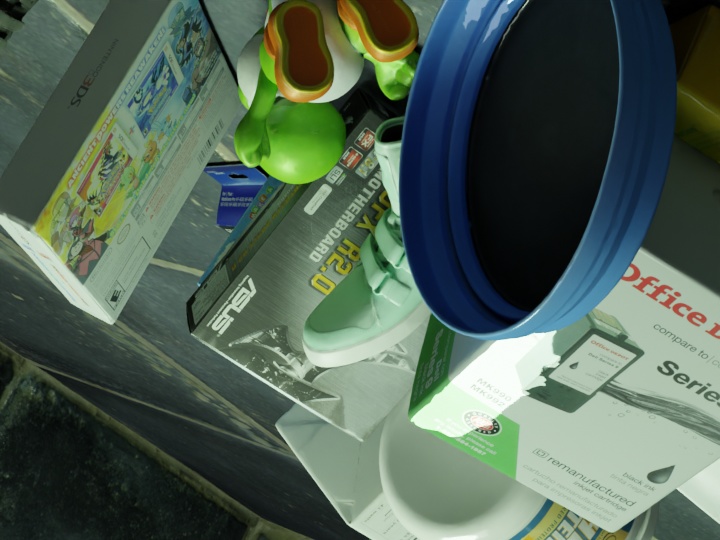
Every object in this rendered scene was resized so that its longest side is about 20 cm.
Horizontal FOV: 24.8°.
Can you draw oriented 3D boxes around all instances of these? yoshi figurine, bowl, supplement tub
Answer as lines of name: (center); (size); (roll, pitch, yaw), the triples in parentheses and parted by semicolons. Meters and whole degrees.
yoshi figurine: (-0.027, -0.107, 0.998); (0.112, 0.113, 0.200); (24, 169, -11)
bowl: (0.082, -0.066, 0.788); (0.039, 0.202, 0.200); (7, 175, -26)
supplement tub: (0.121, 0.150, 1.195); (0.144, 0.146, 0.200); (14, 170, 40)

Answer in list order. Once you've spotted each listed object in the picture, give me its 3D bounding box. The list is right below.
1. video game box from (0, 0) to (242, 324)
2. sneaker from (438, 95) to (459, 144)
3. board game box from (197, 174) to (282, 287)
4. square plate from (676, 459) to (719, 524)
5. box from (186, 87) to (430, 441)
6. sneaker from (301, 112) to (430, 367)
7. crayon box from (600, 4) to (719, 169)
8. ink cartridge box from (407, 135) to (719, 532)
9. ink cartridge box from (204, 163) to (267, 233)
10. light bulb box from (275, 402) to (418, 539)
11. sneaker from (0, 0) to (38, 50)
video game box: (-0.161, -0.084, 1.121); (0.047, 0.201, 0.182); (25, 164, 15)
sneaker: (0.104, -0.066, 0.953); (0.200, 0.078, 0.078); (34, 161, -33)
board game box: (-0.051, -0.009, 1.264); (0.036, 0.152, 0.200); (29, 165, 18)
square plate: (0.259, 0.139, 0.975); (0.200, 0.029, 0.198); (38, 166, -8)
box: (0.000, 0.000, 1.130); (0.158, 0.200, 0.048); (35, -165, -23)
sneaker: (0.018, -0.033, 1.042); (0.118, 0.200, 0.074); (46, -172, -33)
crayon box: (0.192, -0.067, 0.849); (0.199, 0.051, 0.127); (31, 164, -15)
ink cartridge box: (0.138, 0.035, 0.865); (0.145, 0.084, 0.200); (29, 137, -12)
ink cartridge box: (-0.054, -0.025, 1.441); (0.200, 0.039, 0.099); (36, 163, -27)
light bulb box: (0.074, 0.133, 1.355); (0.125, 0.198, 0.200); (50, -175, 37)
sneaker: (-0.219, -0.191, 1.063); (0.071, 0.100, 0.199); (37, 161, -27)
